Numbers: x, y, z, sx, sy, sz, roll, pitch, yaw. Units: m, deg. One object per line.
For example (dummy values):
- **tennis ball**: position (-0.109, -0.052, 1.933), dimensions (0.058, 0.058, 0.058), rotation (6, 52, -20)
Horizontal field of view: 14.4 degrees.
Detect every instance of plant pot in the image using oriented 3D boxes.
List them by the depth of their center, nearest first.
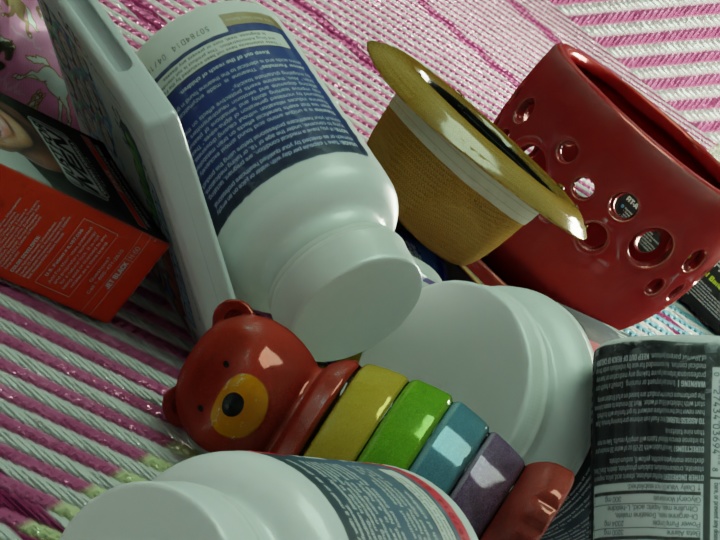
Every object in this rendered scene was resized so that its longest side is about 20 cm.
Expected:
- **plant pot**: position (0.169, -0.042, 2.141), dimensions (0.200, 0.183, 0.200), rotation (36, 15, -11)

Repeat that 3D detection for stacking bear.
- **stacking bear**: position (-0.004, 0.095, 1.447), dimensions (0.200, 0.122, 0.114), rotation (33, 16, 4)

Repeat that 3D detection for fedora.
- **fedora**: position (0.056, -0.061, 1.820), dimensions (0.201, 0.082, 0.201), rotation (41, 8, -7)

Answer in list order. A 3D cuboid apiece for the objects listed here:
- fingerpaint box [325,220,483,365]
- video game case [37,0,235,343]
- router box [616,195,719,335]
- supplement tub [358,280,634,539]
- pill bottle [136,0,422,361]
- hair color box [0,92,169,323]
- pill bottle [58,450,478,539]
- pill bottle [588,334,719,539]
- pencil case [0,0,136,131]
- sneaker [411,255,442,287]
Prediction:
- **fingerpaint box**: position (0.000, 0.000, 1.804), dimensions (0.200, 0.073, 0.167), rotation (46, 15, 25)
- **video game case**: position (-0.121, -0.059, 1.561), dimensions (0.182, 0.024, 0.200), rotation (53, -16, 44)
- **router box**: position (0.333, -0.001, 2.686), dimensions (0.200, 0.062, 0.150), rotation (45, 14, 19)
- **supplement tub**: position (0.102, 0.089, 1.653), dimensions (0.200, 0.140, 0.140), rotation (23, 22, -50)
- **pill bottle**: position (-0.048, -0.048, 1.597), dimensions (0.111, 0.111, 0.200), rotation (21, 29, -52)
- **hair color box**: position (-0.202, -0.053, 1.474), dimensions (0.200, 0.061, 0.102), rotation (25, 20, -44)
- **pill bottle**: position (-0.039, 0.136, 1.191), dimensions (0.120, 0.120, 0.200), rotation (46, 15, 24)
- **pill bottle**: position (0.175, 0.140, 1.539), dimensions (0.106, 0.201, 0.106), rotation (2, -9, 0)
- **pencil case**: position (-0.192, -0.128, 1.685), dimensions (0.200, 0.087, 0.083), rotation (36, 6, -25)
- **sneaker**: position (-0.023, -0.050, 1.692), dimensions (0.200, 0.114, 0.073), rotation (25, -15, 17)
